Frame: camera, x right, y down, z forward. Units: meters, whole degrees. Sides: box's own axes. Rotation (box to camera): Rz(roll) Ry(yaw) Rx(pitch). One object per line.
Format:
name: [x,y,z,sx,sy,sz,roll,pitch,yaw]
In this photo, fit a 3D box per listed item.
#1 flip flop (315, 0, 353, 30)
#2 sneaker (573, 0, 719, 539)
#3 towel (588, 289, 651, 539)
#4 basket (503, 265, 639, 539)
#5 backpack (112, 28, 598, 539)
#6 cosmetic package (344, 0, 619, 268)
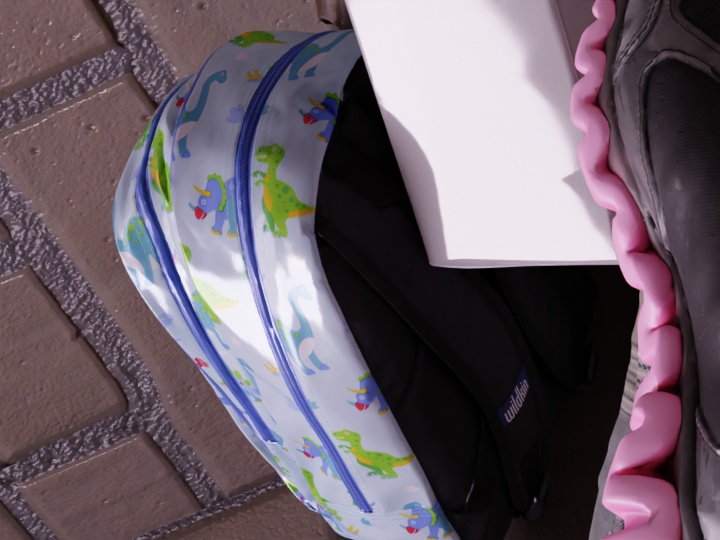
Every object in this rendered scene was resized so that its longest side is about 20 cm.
flip flop: [0.014,-0.102,0.739,0.081,0.058,0.200,29,159,33]
sneaker: [0.106,-0.003,0.448,0.078,0.095,0.202,10,-114,-30]
towel: [0.107,0.094,0.549,0.200,0.034,0.194,-142,59,-72]
basket: [0.107,0.068,0.860,0.180,0.135,0.201,40,-142,-47]
backpack: [0.000,0.000,0.718,0.164,0.153,0.201,-64,-26,-26]
cosmetic package: [0.051,-0.111,0.624,0.107,0.090,0.202,-41,-56,-46]
